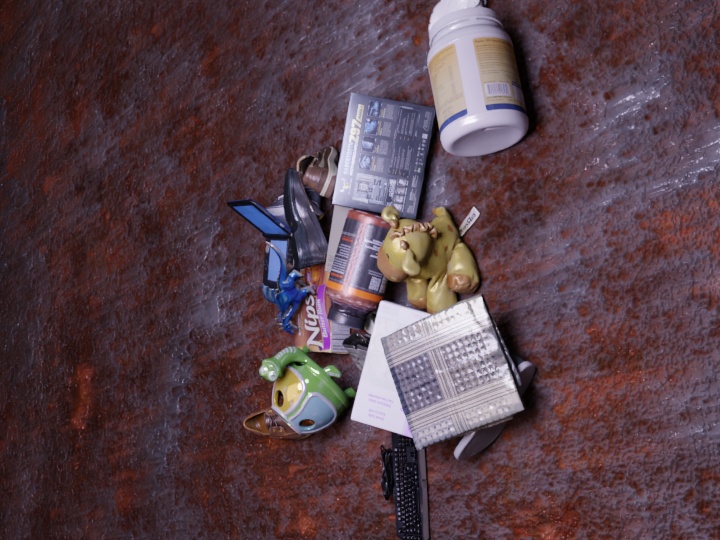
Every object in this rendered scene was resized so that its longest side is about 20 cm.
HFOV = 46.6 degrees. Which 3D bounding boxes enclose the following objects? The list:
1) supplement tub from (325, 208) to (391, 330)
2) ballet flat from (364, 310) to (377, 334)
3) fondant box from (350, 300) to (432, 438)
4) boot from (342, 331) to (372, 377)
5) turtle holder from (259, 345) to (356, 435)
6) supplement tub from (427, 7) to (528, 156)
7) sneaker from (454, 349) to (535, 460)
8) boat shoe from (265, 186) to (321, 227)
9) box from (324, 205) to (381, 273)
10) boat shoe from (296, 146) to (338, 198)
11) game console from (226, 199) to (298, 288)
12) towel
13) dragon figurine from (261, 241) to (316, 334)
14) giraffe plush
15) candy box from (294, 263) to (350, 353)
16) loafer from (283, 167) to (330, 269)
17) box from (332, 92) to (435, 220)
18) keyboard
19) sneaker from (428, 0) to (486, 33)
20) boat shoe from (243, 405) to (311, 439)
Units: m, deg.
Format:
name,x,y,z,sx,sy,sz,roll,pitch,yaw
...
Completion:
name,x,y,z,sx,sy,sz,roll,pitch,yaw
supplement tub,0.000,0.000,1.487,0.106,0.106,0.203,17,89,46
ballet flat,0.057,0.123,1.504,0.199,0.071,0.073,39,114,41
fondant box,0.079,0.166,1.383,0.142,0.058,0.204,14,90,10
boot,0.050,0.178,1.455,0.198,0.068,0.132,10,136,47
turtle holder,-0.102,0.227,1.569,0.140,0.186,0.132,37,76,25
supplement tub,0.185,-0.302,1.348,0.143,0.143,0.204,-22,71,43
sneaker,0.193,0.204,1.351,0.099,0.070,0.202,43,110,39
boat shoe,-0.143,-0.135,1.739,0.199,0.071,0.069,-15,52,55
box,-0.005,-0.089,1.578,0.068,0.081,0.204,13,97,46
boat shoe,-0.085,-0.204,1.614,0.203,0.074,0.076,-107,38,-70
game console,-0.206,-0.052,1.721,0.199,0.116,0.174,-173,88,-67
towel,0.144,0.160,1.309,0.198,0.034,0.196,-25,77,23
dragon figurine,-0.150,0.041,1.599,0.099,0.201,0.059,-42,49,-11
giraffe plush,0.099,-0.025,1.400,0.172,0.160,0.203,37,113,42
candy box,-0.075,0.061,1.655,0.116,0.056,0.204,-3,83,47
loafer,-0.105,-0.103,1.617,0.073,0.071,0.204,134,127,-71
box,0.041,-0.203,1.495,0.051,0.155,0.204,-74,-6,-85
keyboard,0.071,0.378,1.484,0.103,0.039,0.204,-12,77,45
sneaker,0.182,-0.483,1.435,0.086,0.074,0.204,19,107,33
boat shoe,-0.166,0.314,1.720,0.198,0.067,0.073,-14,76,45
